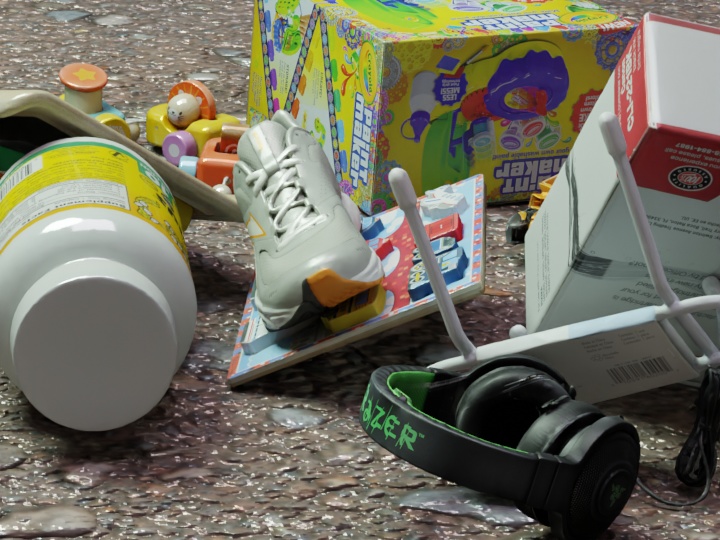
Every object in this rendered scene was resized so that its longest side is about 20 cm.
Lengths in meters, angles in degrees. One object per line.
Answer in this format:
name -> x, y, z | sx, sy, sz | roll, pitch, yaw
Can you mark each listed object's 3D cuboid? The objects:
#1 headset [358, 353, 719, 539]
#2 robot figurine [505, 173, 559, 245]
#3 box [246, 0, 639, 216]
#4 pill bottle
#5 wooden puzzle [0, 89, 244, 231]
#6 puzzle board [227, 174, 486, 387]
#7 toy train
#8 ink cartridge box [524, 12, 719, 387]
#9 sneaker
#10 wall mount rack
headset -> 0.097, 0.074, 1.397 | 0.199, 0.095, 0.123 | 13, 13, -30
robot figurine -> 0.187, -0.036, 1.793 | 0.199, 0.059, 0.145 | -13, 24, -43
box -> 0.053, -0.130, 1.943 | 0.199, 0.123, 0.192 | -6, 23, -28
pill bottle -> -0.144, 0.009, 1.504 | 0.112, 0.114, 0.200 | 2, 18, -8
wooden puzzle -> -0.181, -0.061, 1.679 | 0.199, 0.038, 0.184 | 24, -14, -40
puzzle board -> 0.000, 0.000, 1.613 | 0.150, 0.017, 0.200 | -20, 16, 9
toy train -> -0.144, -0.095, 1.898 | 0.198, 0.056, 0.150 | 7, 19, 6
ink cartridge box -> 0.185, -0.031, 1.519 | 0.143, 0.200, 0.084 | 11, 51, -12
sneaker -> -0.041, -0.033, 1.581 | 0.075, 0.092, 0.200 | -26, 17, 0
wall mount rack -> 0.105, 0.008, 1.450 | 0.199, 0.174, 0.075 | -15, 54, 21
